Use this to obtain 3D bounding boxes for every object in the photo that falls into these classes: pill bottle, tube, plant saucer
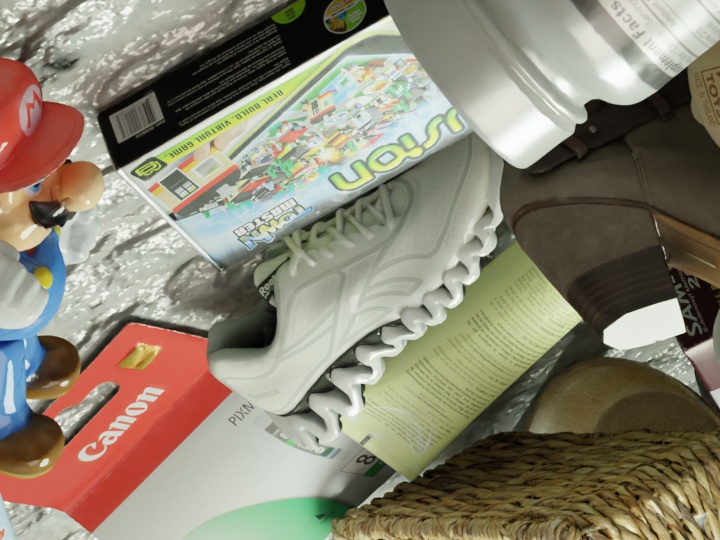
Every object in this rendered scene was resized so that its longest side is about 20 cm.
[{"bbox_3d":[0.113,-0.139,1.030,0.200,0.113,0.113,-38,144,13],"label":"pill bottle"},{"bbox_3d":[0.069,0.027,1.313,0.200,0.058,0.052,-43,169,19],"label":"tube"},{"bbox_3d":[0.170,0.141,1.442,0.035,0.200,0.201,-18,151,-38],"label":"plant saucer"}]

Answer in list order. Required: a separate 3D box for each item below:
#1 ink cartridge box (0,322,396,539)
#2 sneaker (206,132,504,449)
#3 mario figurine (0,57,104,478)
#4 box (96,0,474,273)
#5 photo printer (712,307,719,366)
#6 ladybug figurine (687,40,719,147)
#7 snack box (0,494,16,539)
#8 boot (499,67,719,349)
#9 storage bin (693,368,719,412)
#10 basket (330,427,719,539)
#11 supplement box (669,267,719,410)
[{"bbox_3d":[-0.083,0.105,1.371,0.199,0.050,0.161,12,134,-43],"label":"ink cartridge box"},{"bbox_3d":[0.000,0.000,1.253,0.081,0.075,0.200,31,115,-19],"label":"sneaker"},{"bbox_3d":[-0.140,-0.004,1.113,0.106,0.123,0.201,-23,138,-23],"label":"mario figurine"},{"bbox_3d":[-0.007,-0.081,1.163,0.199,0.035,0.110,-29,146,10],"label":"box"},{"bbox_3d":[0.274,0.071,1.248,0.166,0.070,0.200,5,159,25],"label":"photo printer"},{"bbox_3d":[0.231,-0.102,1.082,0.199,0.136,0.072,-16,-174,30],"label":"ladybug figurine"},{"bbox_3d":[-0.227,0.062,1.139,0.053,0.142,0.200,-42,153,-23],"label":"snack box"},{"bbox_3d":[0.163,-0.043,1.160,0.199,0.147,0.070,-11,140,-4],"label":"boot"},{"bbox_3d":[0.274,0.099,1.441,0.134,0.201,0.145,-30,152,28],"label":"storage bin"},{"bbox_3d":[0.105,0.173,1.378,0.149,0.143,0.199,-24,-168,-40],"label":"basket"},{"bbox_3d":[0.256,-0.003,1.310,0.199,0.061,0.109,-26,147,9],"label":"supplement box"}]
